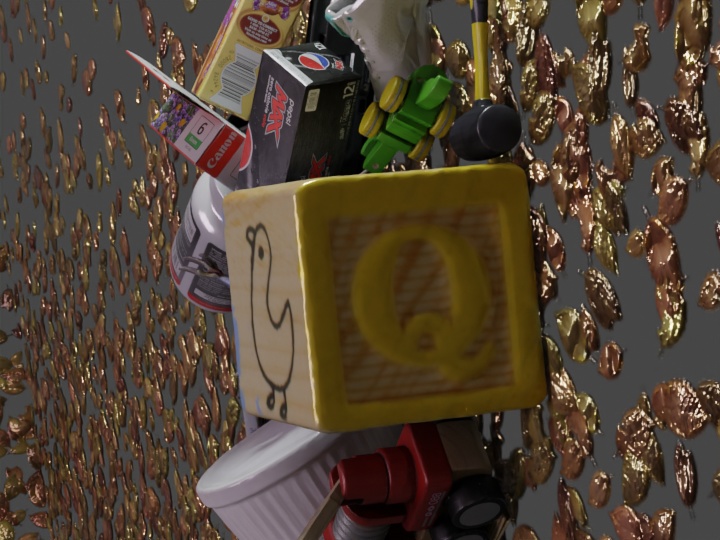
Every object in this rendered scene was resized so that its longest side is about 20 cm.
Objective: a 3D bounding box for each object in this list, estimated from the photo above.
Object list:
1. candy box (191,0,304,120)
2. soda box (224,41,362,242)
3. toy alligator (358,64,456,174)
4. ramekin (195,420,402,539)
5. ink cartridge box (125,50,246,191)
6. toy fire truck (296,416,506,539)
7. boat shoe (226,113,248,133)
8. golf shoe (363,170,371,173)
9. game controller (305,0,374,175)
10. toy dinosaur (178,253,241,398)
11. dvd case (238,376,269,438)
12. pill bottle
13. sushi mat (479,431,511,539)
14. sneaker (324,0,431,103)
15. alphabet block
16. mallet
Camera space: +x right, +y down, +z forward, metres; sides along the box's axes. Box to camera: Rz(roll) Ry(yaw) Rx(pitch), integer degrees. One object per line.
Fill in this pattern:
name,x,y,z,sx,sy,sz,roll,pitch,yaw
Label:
candy box,-0.090,-0.243,1.813,0.117,0.056,0.201,-133,67,-78
soda box,-0.060,-0.095,1.700,0.071,0.063,0.201,41,131,37
toy alligator,0.031,-0.122,1.648,0.200,0.059,0.054,-48,21,53
ramekin,-0.043,0.182,1.762,0.094,0.202,0.202,58,161,-6
ink cartridge box,-0.137,-0.117,1.785,0.050,0.200,0.109,-54,37,3
toy fire truck,0.003,0.212,1.583,0.176,0.199,0.129,110,149,-49
boat shoe,-0.068,-0.167,1.859,0.200,0.056,0.069,-42,33,50
golf shoe,0.000,0.000,1.721,0.078,0.094,0.201,-51,48,54
game controller,-0.018,-0.175,1.743,0.104,0.042,0.201,6,90,50
toy dinosaur,-0.067,0.041,1.796,0.105,0.199,0.182,69,-145,-54
dvd case,-0.090,0.126,1.965,0.200,0.017,0.143,85,-165,-45
pill bottle,-0.127,-0.047,2.033,0.200,0.115,0.116,120,139,-58
sushi mat,0.085,0.224,1.672,0.200,0.012,0.096,110,150,-49
sneaker,0.012,-0.206,1.640,0.075,0.088,0.200,-121,25,-46
alphabet block,0.015,0.019,1.546,0.200,0.196,0.196,177,86,-70
mallet,0.096,-0.184,1.502,0.066,0.041,0.201,-166,76,-70
